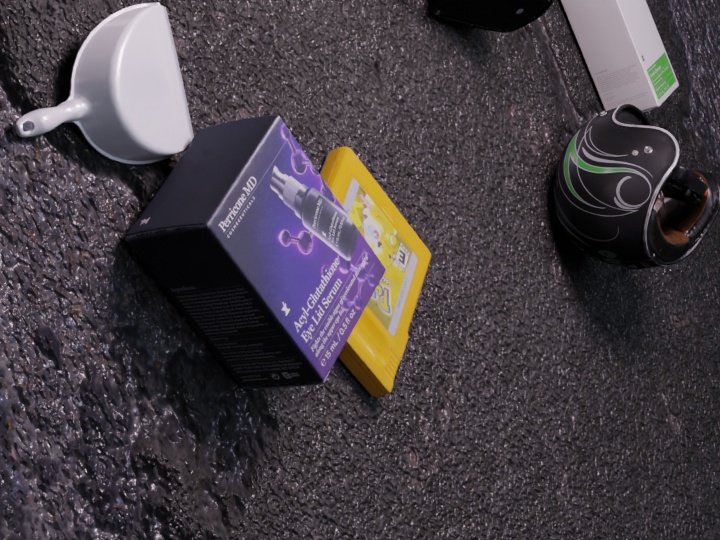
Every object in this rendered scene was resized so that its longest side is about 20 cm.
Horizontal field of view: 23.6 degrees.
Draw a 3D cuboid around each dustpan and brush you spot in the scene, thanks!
[{"bbox_3d":[-0.223,-0.145,1.479,0.200,0.057,0.140,-40,122,-63],"label":"dustpan and brush"}]

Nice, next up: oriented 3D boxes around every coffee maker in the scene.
[{"bbox_3d":[0.137,-0.409,2.067,0.192,0.135,0.200,20,59,-51],"label":"coffee maker"}]

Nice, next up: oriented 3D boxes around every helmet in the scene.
[{"bbox_3d":[0.339,-0.106,2.189,0.200,0.191,0.200,-21,123,-36],"label":"helmet"}]

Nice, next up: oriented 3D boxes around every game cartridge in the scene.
[{"bbox_3d":[0.000,0.000,1.765,0.176,0.032,0.200,51,37,-31],"label":"game cartridge"}]

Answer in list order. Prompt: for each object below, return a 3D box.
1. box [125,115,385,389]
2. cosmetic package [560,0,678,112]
[{"bbox_3d":[-0.090,-0.014,1.538,0.200,0.104,0.148,54,47,-31],"label":"box"},{"bbox_3d":[0.363,-0.325,2.424,0.108,0.085,0.200,-44,114,-54],"label":"cosmetic package"}]
